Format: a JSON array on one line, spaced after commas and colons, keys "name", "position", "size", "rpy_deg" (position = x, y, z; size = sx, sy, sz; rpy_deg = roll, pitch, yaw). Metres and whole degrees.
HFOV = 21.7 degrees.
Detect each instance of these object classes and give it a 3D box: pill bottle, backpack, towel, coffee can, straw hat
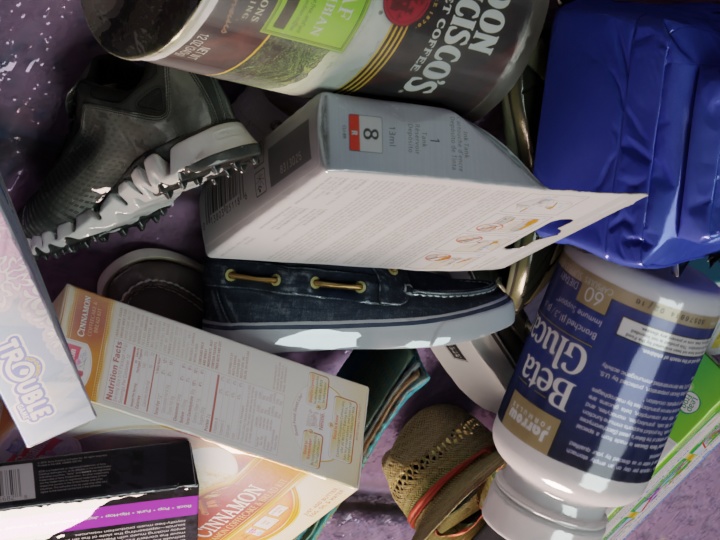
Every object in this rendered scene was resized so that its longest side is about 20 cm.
[{"name": "pill bottle", "position": [0.152, 0.085, 1.230], "size": [0.110, 0.111, 0.201], "rpy_deg": [10, 106, -39]}, {"name": "backpack", "position": [0.223, -0.077, 1.157], "size": [0.199, 0.167, 0.164], "rpy_deg": [-5, 112, -45]}, {"name": "towel", "position": [-0.022, 0.123, 1.239], "size": [0.022, 0.147, 0.201], "rpy_deg": [31, 99, -12]}, {"name": "coffee can", "position": [-0.023, -0.160, 0.952], "size": [0.199, 0.147, 0.147], "rpy_deg": [9, 127, -38]}, {"name": "straw hat", "position": [0.063, 0.147, 1.378], "size": [0.201, 0.085, 0.201], "rpy_deg": [-39, 163, -14]}]

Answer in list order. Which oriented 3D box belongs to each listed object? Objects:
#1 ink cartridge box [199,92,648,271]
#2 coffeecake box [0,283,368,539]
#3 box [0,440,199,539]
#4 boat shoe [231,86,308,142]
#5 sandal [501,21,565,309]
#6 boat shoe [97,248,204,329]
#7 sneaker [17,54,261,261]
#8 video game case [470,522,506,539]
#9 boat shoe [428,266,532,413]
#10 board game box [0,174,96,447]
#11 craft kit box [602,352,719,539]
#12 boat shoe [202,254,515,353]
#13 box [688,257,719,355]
[{"name": "ink cartridge box", "position": [0.032, -0.045, 1.033], "size": [0.198, 0.051, 0.162], "rpy_deg": [0, 165, -28]}, {"name": "coffeecake box", "position": [-0.119, 0.101, 1.139], "size": [0.199, 0.074, 0.153], "rpy_deg": [20, 145, -21]}, {"name": "box", "position": [-0.169, 0.173, 1.122], "size": [0.142, 0.036, 0.201], "rpy_deg": [-6, 144, -10]}, {"name": "boat shoe", "position": [0.009, -0.076, 1.129], "size": [0.201, 0.075, 0.086], "rpy_deg": [16, 120, -31]}, {"name": "sandal", "position": [0.106, -0.070, 1.205], "size": [0.080, 0.057, 0.202], "rpy_deg": [-38, 134, -42]}, {"name": "boat shoe", "position": [-0.101, 0.057, 1.201], "size": [0.072, 0.060, 0.200], "rpy_deg": [-32, 141, 3]}, {"name": "sneaker", "position": [-0.135, -0.069, 1.029], "size": [0.066, 0.091, 0.199], "rpy_deg": [-19, 176, -44]}, {"name": "video game case", "position": [0.169, 0.154, 1.446], "size": [0.200, 0.026, 0.180], "rpy_deg": [-51, 162, 23]}, {"name": "boat shoe", "position": [0.069, 0.013, 1.267], "size": [0.064, 0.070, 0.201], "rpy_deg": [-54, 138, -23]}, {"name": "board game box", "position": [-0.200, -0.048, 0.916], "size": [0.043, 0.200, 0.201], "rpy_deg": [-23, 140, -8]}, {"name": "craft kit box", "position": [0.213, 0.150, 1.426], "size": [0.200, 0.049, 0.197], "rpy_deg": [-46, 166, 6]}, {"name": "boat shoe", "position": [0.000, 0.000, 1.156], "size": [0.198, 0.071, 0.092], "rpy_deg": [-3, 97, -13]}, {"name": "box", "position": [0.277, 0.017, 1.408], "size": [0.198, 0.049, 0.083], "rpy_deg": [-5, 135, -28]}]
